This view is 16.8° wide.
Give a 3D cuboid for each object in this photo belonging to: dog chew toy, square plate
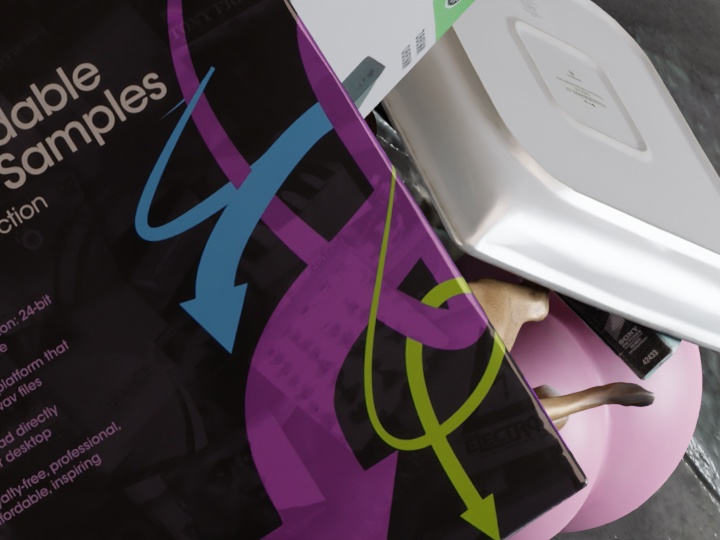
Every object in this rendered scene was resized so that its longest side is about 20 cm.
[{"bbox_3d":[0.049,0.056,0.950,0.200,0.124,0.125,-22,82,-52],"label":"dog chew toy"},{"bbox_3d":[0.073,-0.060,0.910,0.199,0.028,0.199,20,35,-43],"label":"square plate"}]

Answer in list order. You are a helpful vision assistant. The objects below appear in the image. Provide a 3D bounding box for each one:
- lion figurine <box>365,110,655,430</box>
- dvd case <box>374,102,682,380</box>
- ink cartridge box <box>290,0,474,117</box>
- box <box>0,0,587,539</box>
[{"bbox_3d":[0.000,0.000,0.824,0.199,0.073,0.122,32,20,18],"label":"lion figurine"},{"bbox_3d":[0.060,-0.056,0.942,0.200,0.022,0.146,45,25,2],"label":"dvd case"},{"bbox_3d":[-0.046,-0.075,0.721,0.084,0.200,0.146,42,-6,12],"label":"ink cartridge box"},{"bbox_3d":[-0.054,0.008,0.618,0.201,0.142,0.036,57,-9,0],"label":"box"}]
